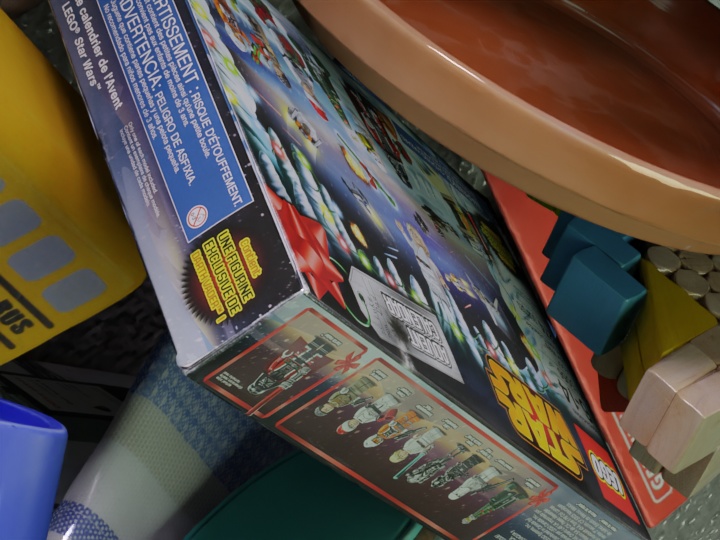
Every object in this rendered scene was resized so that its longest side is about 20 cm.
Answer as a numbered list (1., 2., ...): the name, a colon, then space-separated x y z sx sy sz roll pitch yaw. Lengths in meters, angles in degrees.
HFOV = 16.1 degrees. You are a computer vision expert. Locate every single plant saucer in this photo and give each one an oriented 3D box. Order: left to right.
1. plant saucer: 0.058 -0.064 0.758 0.200 0.200 0.032 2 125 -46

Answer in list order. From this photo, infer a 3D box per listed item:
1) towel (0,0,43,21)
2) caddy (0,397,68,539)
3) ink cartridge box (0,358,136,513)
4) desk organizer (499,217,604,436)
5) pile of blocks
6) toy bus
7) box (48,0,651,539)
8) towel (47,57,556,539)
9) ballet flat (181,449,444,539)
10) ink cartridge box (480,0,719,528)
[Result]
1. towel: -0.128 -0.116 0.606 0.191 0.032 0.200 -35 145 16
2. caddy: -0.165 0.068 0.639 0.141 0.199 0.105 17 88 -46
3. ink cartridge box: -0.105 0.110 0.806 0.200 0.084 0.146 11 107 -48
4. desk organizer: 0.123 0.032 0.984 0.199 0.077 0.072 13 74 -33
5. pile of blocks: 0.080 -0.001 0.800 0.082 0.200 0.062 17 126 -8
6. toy bus: -0.129 -0.045 0.616 0.078 0.065 0.200 -27 148 8
7. box: 0.000 0.000 0.689 0.040 0.137 0.200 -33 145 15
8. towel: -0.014 0.053 0.794 0.147 0.024 0.200 52 53 -33
9. ballet flat: -0.037 0.116 0.701 0.200 0.069 0.071 -40 134 -46
10. ink cartridge box: 0.137 -0.033 0.911 0.173 0.043 0.201 -36 111 -27
